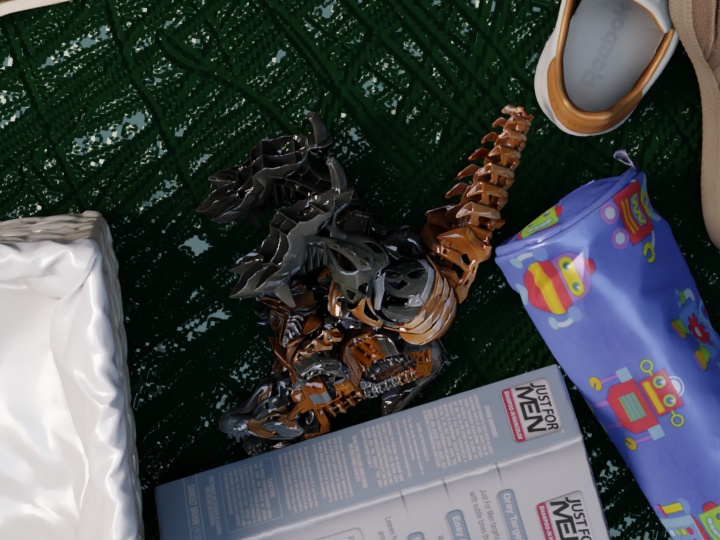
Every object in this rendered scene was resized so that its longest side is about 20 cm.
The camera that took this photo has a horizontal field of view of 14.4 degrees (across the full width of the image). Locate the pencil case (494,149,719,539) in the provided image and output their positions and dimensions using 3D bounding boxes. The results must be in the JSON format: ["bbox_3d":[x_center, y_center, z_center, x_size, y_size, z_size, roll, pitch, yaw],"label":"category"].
[{"bbox_3d":[0.142,0.046,1.327,0.078,0.087,0.200,-28,98,29],"label":"pencil case"}]

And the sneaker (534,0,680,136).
[{"bbox_3d":[0.140,-0.153,1.298,0.073,0.085,0.201,20,96,-1],"label":"sneaker"}]

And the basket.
[{"bbox_3d":[-0.197,0.083,1.290,0.197,0.161,0.201,-6,97,1],"label":"basket"}]

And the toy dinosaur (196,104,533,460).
[{"bbox_3d":[0.000,0.000,1.327,0.136,0.102,0.200,37,82,-29],"label":"toy dinosaur"}]

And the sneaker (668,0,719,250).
[{"bbox_3d":[0.192,-0.093,1.286,0.075,0.070,0.201,11,128,33],"label":"sneaker"}]

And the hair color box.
[{"bbox_3d":[0.014,0.126,1.331,0.199,0.061,0.099,-17,125,2],"label":"hair color box"}]

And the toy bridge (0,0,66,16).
[{"bbox_3d":[-0.115,-0.173,1.322,0.200,0.027,0.067,-40,99,5],"label":"toy bridge"}]
